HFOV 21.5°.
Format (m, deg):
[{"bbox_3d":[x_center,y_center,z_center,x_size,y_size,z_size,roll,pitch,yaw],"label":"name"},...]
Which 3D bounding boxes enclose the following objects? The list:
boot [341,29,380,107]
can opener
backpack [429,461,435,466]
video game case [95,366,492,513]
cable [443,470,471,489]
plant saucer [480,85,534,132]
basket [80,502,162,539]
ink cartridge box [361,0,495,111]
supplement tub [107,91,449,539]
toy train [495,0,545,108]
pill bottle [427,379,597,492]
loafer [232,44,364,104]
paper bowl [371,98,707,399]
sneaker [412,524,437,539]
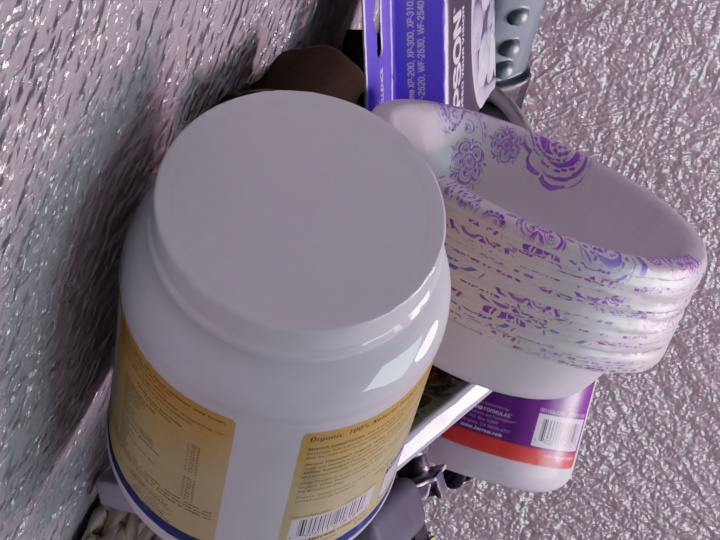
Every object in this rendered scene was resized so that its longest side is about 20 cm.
[{"bbox_3d":[-0.018,-0.050,1.197,0.165,0.065,0.201,-90,-155,-77],"label":"boot"},{"bbox_3d":[0.004,0.118,1.044,0.200,0.053,0.068,-21,94,-76],"label":"can opener"},{"bbox_3d":[-0.018,0.091,1.345,0.177,0.150,0.201,-42,-158,42],"label":"backpack"},{"bbox_3d":[-0.028,0.085,1.038,0.200,0.142,0.018,-35,121,-45],"label":"video game case"},{"bbox_3d":[0.071,0.070,1.417,0.051,0.163,0.201,28,93,-47],"label":"cable"},{"bbox_3d":[0.083,-0.041,1.378,0.050,0.200,0.202,-3,125,-37],"label":"plant saucer"},{"bbox_3d":[-0.099,0.196,1.108,0.136,0.122,0.201,-62,172,-50],"label":"basket"},{"bbox_3d":[0.043,-0.173,1.140,0.200,0.043,0.200,-56,147,-61],"label":"ink cartridge box"},{"bbox_3d":[-0.039,0.031,0.854,0.201,0.143,0.145,106,9,-53],"label":"supplement tub"},{"bbox_3d":[0.089,-0.194,1.388,0.201,0.084,0.115,105,-34,-49],"label":"toy train"},{"bbox_3d":[0.106,0.034,1.227,0.112,0.111,0.202,-17,122,-83],"label":"pill bottle"},{"bbox_3d":[-0.034,-0.083,0.969,0.200,0.072,0.072,-118,-134,-85],"label":"loafer"},{"bbox_3d":[0.079,-0.006,1.034,0.201,0.199,0.105,-53,167,-69],"label":"paper bowl"},{"bbox_3d":[0.013,0.163,1.174,0.071,0.082,0.202,59,22,-82],"label":"sneaker"}]
